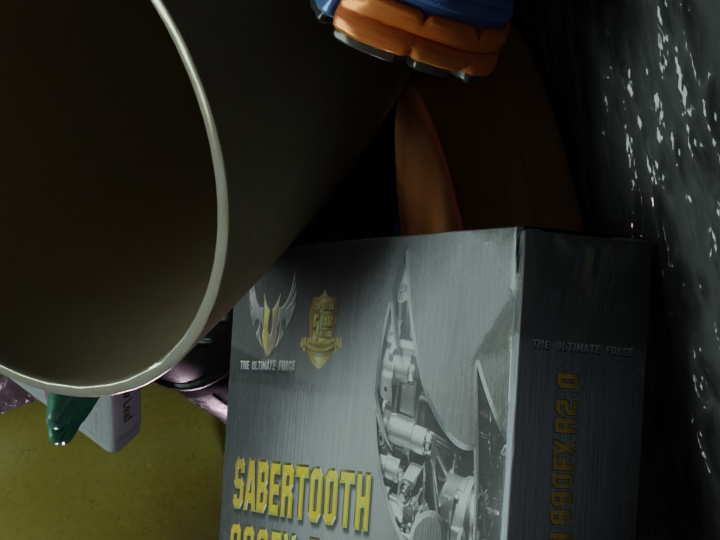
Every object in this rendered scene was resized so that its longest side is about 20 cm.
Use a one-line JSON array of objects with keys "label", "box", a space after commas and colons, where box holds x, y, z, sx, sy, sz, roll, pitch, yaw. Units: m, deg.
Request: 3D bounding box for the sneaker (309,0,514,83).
[{"label": "sneaker", "box": [0.028, -0.134, 0.671, 0.200, 0.075, 0.079, -99, 32, -54]}]

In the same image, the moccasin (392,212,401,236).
[{"label": "moccasin", "box": [-0.023, -0.040, 1.119, 0.200, 0.080, 0.068, -107, 6, -50]}]

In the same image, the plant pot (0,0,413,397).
[{"label": "plant pot", "box": [-0.059, -0.087, 0.753, 0.187, 0.200, 0.188, 20, 126, 29]}]

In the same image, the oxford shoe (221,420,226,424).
[{"label": "oxford shoe", "box": [-0.037, 0.035, 0.999, 0.058, 0.200, 0.075, 29, 90, 42]}]

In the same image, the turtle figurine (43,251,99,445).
[{"label": "turtle figurine", "box": [-0.189, -0.013, 0.851, 0.150, 0.199, 0.101, 87, -152, -62]}]

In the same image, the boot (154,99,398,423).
[{"label": "boot", "box": [0.000, 0.000, 0.928, 0.076, 0.201, 0.168, 17, 160, 38]}]

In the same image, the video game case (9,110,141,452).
[{"label": "video game case", "box": [-0.168, -0.036, 0.915, 0.200, 0.022, 0.183, 34, 146, 22]}]

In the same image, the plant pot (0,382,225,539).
[{"label": "plant pot", "box": [-0.095, 0.129, 1.079, 0.200, 0.142, 0.200, 48, -160, -23]}]

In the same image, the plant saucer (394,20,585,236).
[{"label": "plant saucer", "box": [0.046, 0.006, 0.804, 0.200, 0.037, 0.201, 170, 90, -82]}]

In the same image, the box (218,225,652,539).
[{"label": "box", "box": [0.015, 0.070, 0.700, 0.200, 0.048, 0.159, -2, 84, 63]}]
